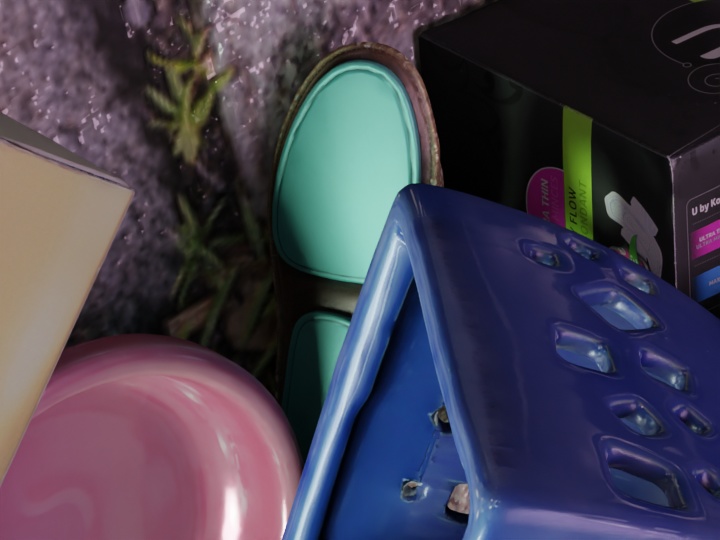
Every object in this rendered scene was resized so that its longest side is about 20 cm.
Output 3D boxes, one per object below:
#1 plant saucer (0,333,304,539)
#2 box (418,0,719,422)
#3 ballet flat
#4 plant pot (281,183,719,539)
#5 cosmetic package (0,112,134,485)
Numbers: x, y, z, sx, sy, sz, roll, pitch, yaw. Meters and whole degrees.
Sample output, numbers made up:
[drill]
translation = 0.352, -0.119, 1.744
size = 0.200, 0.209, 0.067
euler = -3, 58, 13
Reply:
[plant saucer]
translation = -0.110, 0.113, 1.118
size = 0.200, 0.051, 0.201
euler = -20, 123, -35
[box]
translation = 0.120, -0.007, 1.202
size = 0.124, 0.148, 0.201
euler = -27, 127, -30
[ballet flat]
translation = 0.000, 0.000, 1.167
size = 0.065, 0.070, 0.201
euler = -41, 144, -60
[plant pot]
translation = 0.083, 0.112, 1.057
size = 0.179, 0.200, 0.201
euler = 10, 120, -14
[cosmetic package]
translation = -0.166, 0.038, 0.987
size = 0.071, 0.105, 0.201
euler = 21, 94, -47
